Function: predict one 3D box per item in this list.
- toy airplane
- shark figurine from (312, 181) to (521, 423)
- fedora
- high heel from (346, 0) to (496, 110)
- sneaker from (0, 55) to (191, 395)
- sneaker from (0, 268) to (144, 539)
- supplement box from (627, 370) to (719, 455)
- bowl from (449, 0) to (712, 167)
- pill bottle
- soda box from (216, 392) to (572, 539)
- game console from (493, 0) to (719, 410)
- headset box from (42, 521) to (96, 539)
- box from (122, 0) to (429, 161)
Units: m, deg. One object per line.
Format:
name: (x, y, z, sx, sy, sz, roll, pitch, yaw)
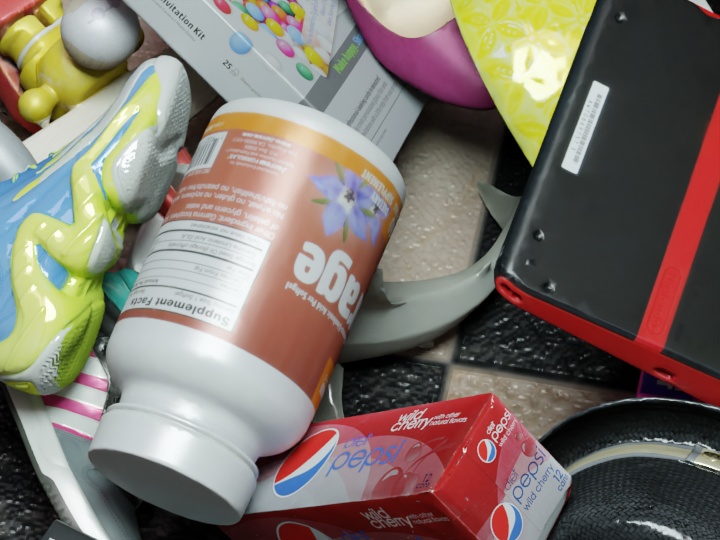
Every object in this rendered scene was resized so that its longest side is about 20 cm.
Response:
toy airplane: (-0.141, -0.093, 1.434, 0.198, 0.141, 0.201, 3, 50, -4)
shark figurine: (0.022, 0.005, 1.389, 0.214, 0.090, 0.129, -18, 64, -11)
fedora: (0.150, 0.160, 1.221, 0.200, 0.092, 0.202, 2, 97, 14)
high heel: (0.015, -0.175, 1.417, 0.067, 0.096, 0.200, -39, 66, -12)
sneaker: (-0.167, -0.038, 1.336, 0.105, 0.076, 0.201, 19, 67, 12)
sneaker: (-0.120, 0.075, 1.359, 0.120, 0.084, 0.200, -25, 56, -2)
supplement box: (0.243, 0.087, 1.314, 0.199, 0.104, 0.102, 8, 57, 11)
bowl: (0.144, -0.110, 1.379, 0.107, 0.200, 0.201, -31, 55, 15)
pill bottle: (-0.061, 0.022, 1.291, 0.112, 0.112, 0.201, 18, 70, 15)
soda box: (0.013, 0.114, 1.255, 0.070, 0.200, 0.064, 46, 59, -20)
game console: (0.173, -0.036, 1.279, 0.176, 0.031, 0.201, 25, 64, -5)
headset box: (-0.097, 0.232, 1.196, 0.199, 0.075, 0.149, 23, 60, 18)
box: (-0.052, -0.140, 1.422, 0.200, 0.041, 0.156, 43, 27, -7)
